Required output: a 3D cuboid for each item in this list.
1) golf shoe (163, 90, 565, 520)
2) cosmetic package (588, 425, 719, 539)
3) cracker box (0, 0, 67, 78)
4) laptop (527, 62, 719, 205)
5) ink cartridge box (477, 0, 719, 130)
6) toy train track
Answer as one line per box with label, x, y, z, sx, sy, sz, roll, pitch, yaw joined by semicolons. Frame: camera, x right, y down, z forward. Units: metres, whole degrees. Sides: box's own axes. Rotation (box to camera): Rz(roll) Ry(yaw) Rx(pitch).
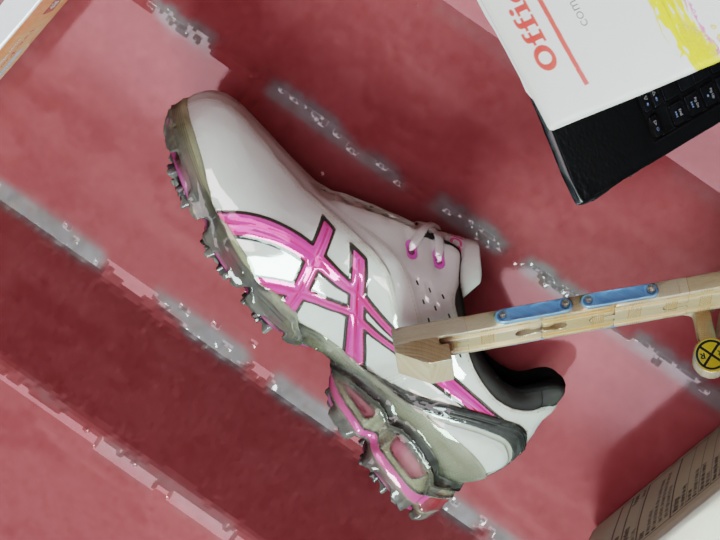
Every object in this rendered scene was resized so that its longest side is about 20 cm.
golf shoe;0.000;0.000;0.941;0.092;0.073;0.200;-36;105;8
cosmetic package;0.186;0.087;0.908;0.200;0.103;0.087;-41;93;18
cracker box;-0.221;-0.148;0.948;0.200;0.058;0.134;43;107;-2
laptop;0.140;-0.148;0.857;0.103;0.200;0.178;-13;103;50
ink cartridge box;0.093;-0.123;0.743;0.200;0.067;0.117;-23;100;40
toy train track;0.113;0.023;0.890;0.199;0.115;0.033;-9;67;0
